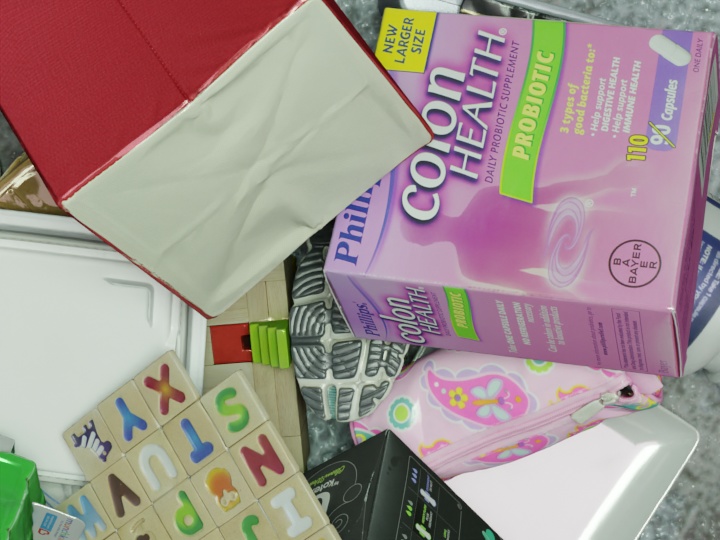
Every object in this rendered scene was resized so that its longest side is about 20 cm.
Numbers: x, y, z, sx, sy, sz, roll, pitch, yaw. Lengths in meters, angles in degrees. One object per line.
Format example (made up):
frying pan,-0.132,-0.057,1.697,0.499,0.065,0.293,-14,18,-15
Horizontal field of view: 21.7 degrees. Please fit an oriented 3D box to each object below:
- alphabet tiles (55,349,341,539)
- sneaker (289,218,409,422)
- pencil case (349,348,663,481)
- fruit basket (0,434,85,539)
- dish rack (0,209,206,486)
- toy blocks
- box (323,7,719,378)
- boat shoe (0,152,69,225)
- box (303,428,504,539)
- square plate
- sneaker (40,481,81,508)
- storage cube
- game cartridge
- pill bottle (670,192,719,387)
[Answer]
alphabet tiles,-0.092,0.155,1.083,0.166,0.006,0.201,-36,80,29
sneaker,0.000,0.000,1.190,0.077,0.080,0.201,1,72,7
pencil case,0.092,0.076,1.163,0.199,0.087,0.088,-24,97,23
fruit basket,-0.270,0.159,1.145,0.184,0.200,0.094,21,59,-7
dish rack,-0.195,0.053,1.137,0.198,0.044,0.173,6,104,5
toy blocks,-0.108,0.055,1.201,0.136,0.100,0.201,-5,101,4
box,0.098,-0.047,1.089,0.199,0.097,0.177,6,66,16
boat shoe,-0.168,-0.075,1.189,0.200,0.069,0.074,-36,106,-7
box,0.019,0.225,1.155,0.148,0.125,0.200,-31,117,30
square plate,0.096,0.140,1.260,0.199,0.028,0.199,33,88,-9
sneaker,-0.156,0.173,1.212,0.087,0.075,0.200,-44,89,3
storage cube,-0.094,-0.113,1.025,0.171,0.200,0.180,-38,58,5
game cartridge,0.111,-0.149,1.192,0.199,0.133,0.041,15,98,-7
pill bottle,0.193,-0.001,1.219,0.199,0.120,0.120,31,89,-8
